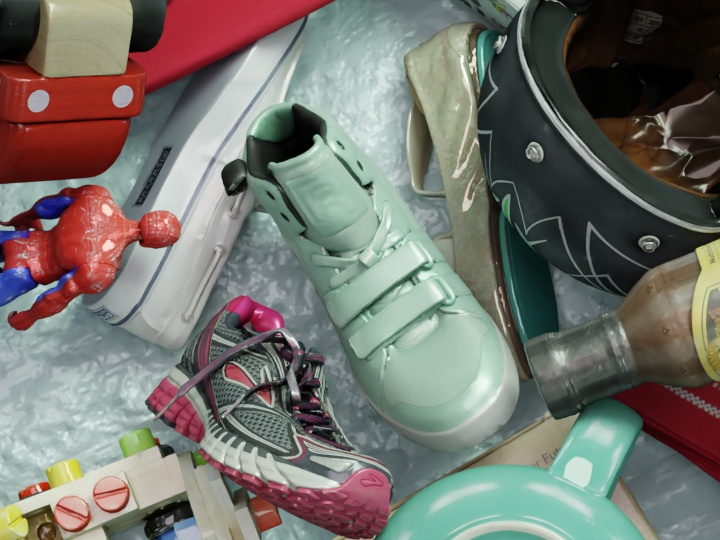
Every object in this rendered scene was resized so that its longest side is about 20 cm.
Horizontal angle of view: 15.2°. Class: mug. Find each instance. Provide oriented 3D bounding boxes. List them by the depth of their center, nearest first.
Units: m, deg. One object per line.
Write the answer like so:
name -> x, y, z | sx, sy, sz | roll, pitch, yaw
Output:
mug -> 0.068, 0.152, 1.271 | 0.152, 0.114, 0.185 | -7, 77, 2

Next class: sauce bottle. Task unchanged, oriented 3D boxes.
sauce bottle -> 0.176, 0.017, 1.260 | 0.200, 0.065, 0.065 | -23, 77, 10

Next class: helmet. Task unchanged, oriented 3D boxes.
helmet -> 0.154, -0.077, 1.340 | 0.191, 0.200, 0.200 | -38, 78, 8

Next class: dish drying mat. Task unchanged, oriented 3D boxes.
dish drying mat -> -0.063, -0.144, 1.414 | 0.200, 0.018, 0.077 | -23, 43, 23

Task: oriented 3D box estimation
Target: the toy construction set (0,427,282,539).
toy construction set -> -0.138, 0.125, 1.356 | 0.200, 0.131, 0.092 | -7, 78, 2

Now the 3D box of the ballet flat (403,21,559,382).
ballet flat -> 0.061, -0.032, 1.425 | 0.062, 0.067, 0.200 | -16, 71, 27

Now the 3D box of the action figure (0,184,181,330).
action figure -> -0.180, -0.004, 1.399 | 0.200, 0.052, 0.066 | -13, 65, 28

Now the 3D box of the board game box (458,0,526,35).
board game box -> 0.067, -0.231, 1.445 | 0.200, 0.064, 0.148 | 40, 83, 18

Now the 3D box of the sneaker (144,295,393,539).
sneaker -> -0.041, 0.068, 1.303 | 0.081, 0.200, 0.075 | 31, 91, -32

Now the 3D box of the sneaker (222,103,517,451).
sneaker -> 0.000, 0.000, 1.335 | 0.074, 0.118, 0.200 | -37, 48, 3

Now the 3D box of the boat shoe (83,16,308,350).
boat shoe -> -0.073, -0.053, 1.432 | 0.065, 0.074, 0.200 | 31, 87, -21

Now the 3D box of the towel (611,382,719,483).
towel -> 0.220, 0.016, 1.393 | 0.145, 0.022, 0.200 | 31, 79, 34

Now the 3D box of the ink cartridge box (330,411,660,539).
ink cartridge box -> 0.064, 0.188, 1.360 | 0.200, 0.075, 0.165 | -29, 76, -3

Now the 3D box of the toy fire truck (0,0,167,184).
toy fire truck -> -0.202, -0.078, 1.378 | 0.129, 0.176, 0.200 | -6, 116, -35
